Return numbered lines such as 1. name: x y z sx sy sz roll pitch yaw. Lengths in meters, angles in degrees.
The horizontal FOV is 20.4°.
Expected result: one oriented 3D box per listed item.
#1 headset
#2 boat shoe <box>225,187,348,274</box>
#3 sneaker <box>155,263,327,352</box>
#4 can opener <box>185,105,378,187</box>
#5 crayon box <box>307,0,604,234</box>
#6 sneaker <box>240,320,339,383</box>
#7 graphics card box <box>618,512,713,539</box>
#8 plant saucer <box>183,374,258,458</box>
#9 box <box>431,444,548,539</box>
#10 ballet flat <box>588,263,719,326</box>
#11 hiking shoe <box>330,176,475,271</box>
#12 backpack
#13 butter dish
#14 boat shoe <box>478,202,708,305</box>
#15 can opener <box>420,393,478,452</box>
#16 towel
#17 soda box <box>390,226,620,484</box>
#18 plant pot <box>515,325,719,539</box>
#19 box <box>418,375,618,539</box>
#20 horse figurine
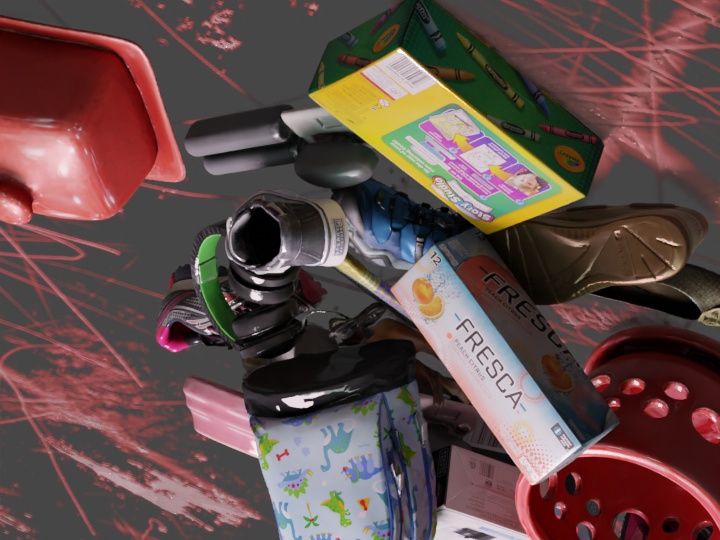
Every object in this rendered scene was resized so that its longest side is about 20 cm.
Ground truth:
1. headset: -0.071 0.020 1.775 0.200 0.094 0.124 24 128 45
2. boat shoe: -0.079 -0.028 1.629 0.067 0.072 0.200 -4 -174 -24
3. sneaker: -0.112 0.036 1.883 0.199 0.075 0.081 -12 136 44
4. can opener: -0.067 -0.103 1.625 0.199 0.067 0.053 0 143 44
5. crayon box: 0.074 -0.116 1.528 0.200 0.058 0.119 36 148 -24
6. sneaker: -0.075 0.094 1.928 0.115 0.074 0.200 16 161 22
7. graphics card box: 0.301 0.243 1.824 0.125 0.201 0.051 20 137 5
8. plant saucer: -0.079 0.156 1.894 0.199 0.051 0.201 21 175 2
9. box: 0.069 0.226 1.857 0.116 0.060 0.200 22 153 -28
10. ballet flat: 0.229 0.015 1.652 0.199 0.047 0.067 18 151 7
11. hiking shoe: 0.062 -0.032 1.677 0.200 0.075 0.087 34 134 -31
12. backpack: -0.011 0.181 1.734 0.162 0.154 0.201 -9 110 18
13. butter dish: -0.271 -0.105 1.681 0.199 0.148 0.200 12 148 16
14. boat shoe: 0.182 -0.016 1.602 0.199 0.064 0.072 -3 106 34
15. can opener: 0.018 0.129 1.830 0.199 0.067 0.053 17 134 -15
16. towel: 0.000 0.000 1.745 0.200 0.023 0.144 37 177 -22
17. soda box: 0.115 0.066 1.596 0.200 0.063 0.068 54 130 10
18. plant pot: 0.253 0.158 1.715 0.199 0.183 0.201 17 140 15
19. box: 0.146 0.205 1.961 0.199 0.105 0.182 10 149 20
20. horse figurine: 0.047 0.080 1.833 0.132 0.050 0.200 26 -179 -1
